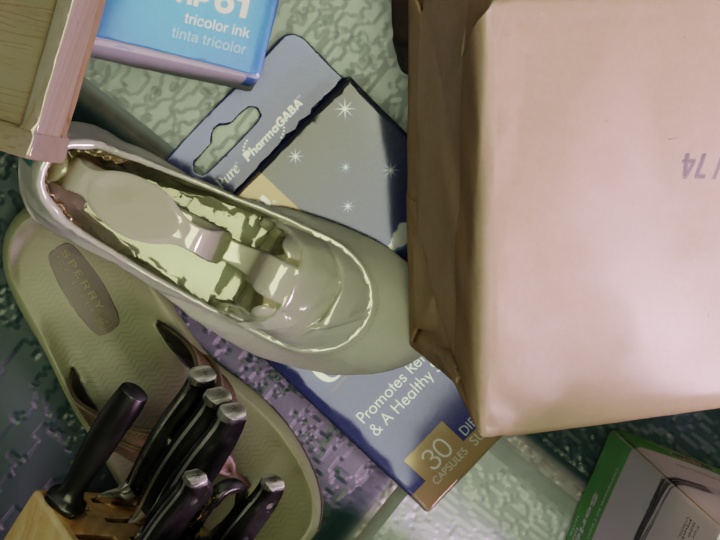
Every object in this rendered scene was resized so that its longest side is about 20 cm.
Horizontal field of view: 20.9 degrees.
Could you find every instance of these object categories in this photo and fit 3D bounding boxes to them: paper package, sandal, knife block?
[{"bbox_3d":[0.127,-0.041,0.809,0.200,0.103,0.191,-6,110,-14],"label":"paper package"},{"bbox_3d":[-0.095,0.056,0.879,0.080,0.057,0.201,-38,97,0],"label":"sandal"},{"bbox_3d":[-0.121,0.132,0.843,0.064,0.200,0.176,12,74,-47],"label":"knife block"}]

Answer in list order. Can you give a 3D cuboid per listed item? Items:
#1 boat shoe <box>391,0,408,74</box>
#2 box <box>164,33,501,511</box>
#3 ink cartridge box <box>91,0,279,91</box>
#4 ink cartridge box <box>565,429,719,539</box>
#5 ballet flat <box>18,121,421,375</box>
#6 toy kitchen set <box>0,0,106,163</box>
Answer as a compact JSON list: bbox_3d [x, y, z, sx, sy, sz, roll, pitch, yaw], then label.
[{"bbox_3d":[0.109,-0.117,0.878,0.201,0.072,0.066,-1,113,-12],"label":"boat shoe"},{"bbox_3d":[0.000,0.000,0.896,0.200,0.032,0.121,43,91,-6],"label":"box"},{"bbox_3d":[-0.061,-0.182,0.813,0.085,0.145,0.200,12,93,-5],"label":"ink cartridge box"},{"bbox_3d":[0.178,0.148,0.838,0.146,0.200,0.084,23,94,-6],"label":"ink cartridge box"},{"bbox_3d":[-0.058,-0.005,0.842,0.200,0.069,0.069,25,93,-6],"label":"ballet flat"},{"bbox_3d":[-0.172,-0.146,0.770,0.200,0.180,0.163,17,94,9],"label":"toy kitchen set"}]
